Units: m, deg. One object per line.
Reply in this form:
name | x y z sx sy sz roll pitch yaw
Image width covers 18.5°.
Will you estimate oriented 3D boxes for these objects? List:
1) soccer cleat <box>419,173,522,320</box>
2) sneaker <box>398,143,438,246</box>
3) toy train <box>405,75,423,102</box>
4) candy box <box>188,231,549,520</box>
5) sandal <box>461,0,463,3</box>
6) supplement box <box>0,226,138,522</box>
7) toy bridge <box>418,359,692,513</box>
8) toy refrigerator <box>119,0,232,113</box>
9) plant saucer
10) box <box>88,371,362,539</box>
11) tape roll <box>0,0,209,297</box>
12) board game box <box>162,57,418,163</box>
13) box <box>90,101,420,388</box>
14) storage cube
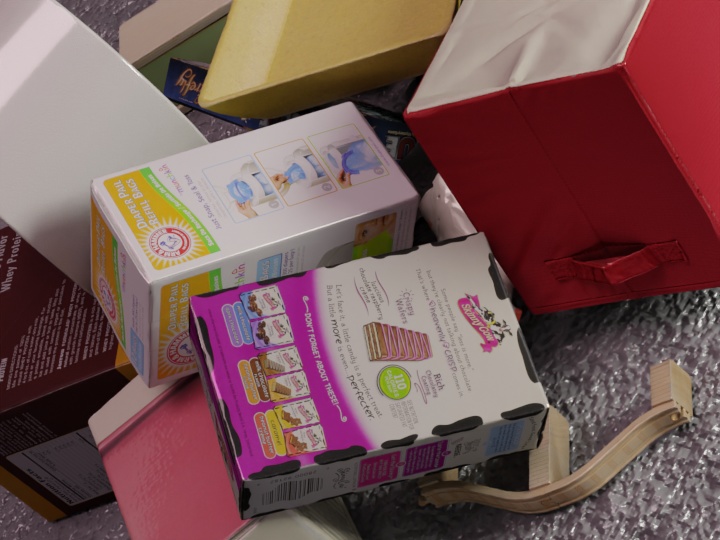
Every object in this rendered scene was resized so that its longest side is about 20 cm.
soccer cleat | 0.077 -0.021 1.524 0.077 0.069 0.201 7 54 -2
sneaker | -0.001 -0.001 1.601 0.200 0.060 0.104 -38 51 0
toy train | 0.094 -0.164 1.654 0.114 0.085 0.200 -37 34 -10
candy box | 0.003 0.065 1.392 0.199 0.061 0.137 -12 60 -10
sandal | 0.127 -0.259 1.577 0.201 0.057 0.080 -44 16 48
supplement box | -0.193 0.053 1.683 0.200 0.133 0.198 -21 44 28
toy bridge | 0.120 0.120 1.413 0.200 0.027 0.067 -23 45 28
toy refrigerator | -0.107 -0.215 1.887 0.200 0.076 0.070 -29 41 21
plant saucer | -0.003 -0.186 1.596 0.199 0.049 0.200 -14 36 24
box | -0.087 0.157 1.493 0.109 0.128 0.200 -40 38 8
tape roll | -0.222 -0.099 1.574 0.139 0.203 0.203 -50 38 -4
board game box | -0.043 -0.120 1.695 0.200 0.135 0.035 24 103 51
box | -0.075 -0.018 1.491 0.199 0.113 0.101 -18 52 -22
storage cube | 0.163 -0.103 1.422 0.171 0.180 0.200 -10 38 38
